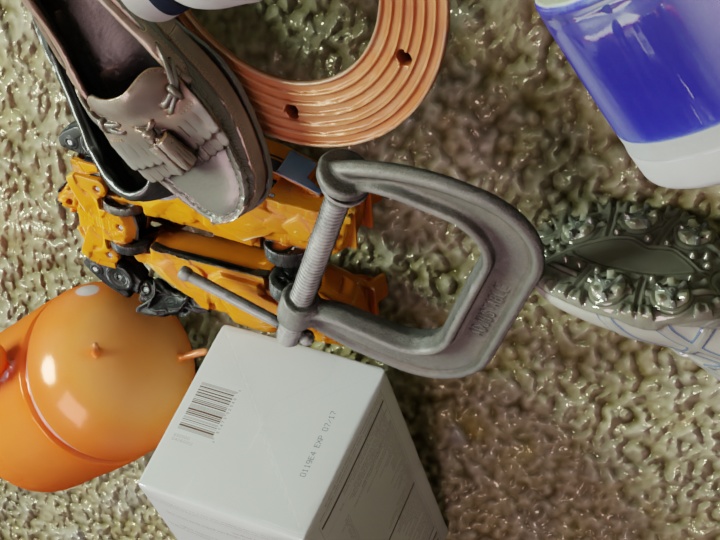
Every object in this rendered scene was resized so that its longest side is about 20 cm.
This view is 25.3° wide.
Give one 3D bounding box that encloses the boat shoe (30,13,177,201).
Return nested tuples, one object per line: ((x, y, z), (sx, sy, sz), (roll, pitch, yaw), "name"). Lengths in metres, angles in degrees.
((-0.136, -0.130, 0.828), (0.068, 0.057, 0.202), (-22, 95, 21), "boat shoe")

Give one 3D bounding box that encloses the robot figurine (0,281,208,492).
((-0.179, 0.075, 1.030), (0.144, 0.117, 0.199), (47, 142, -13), "robot figurine")

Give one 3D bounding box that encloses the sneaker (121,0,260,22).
((-0.085, -0.202, 0.657), (0.080, 0.077, 0.201), (-6, 124, 30), "sneaker")

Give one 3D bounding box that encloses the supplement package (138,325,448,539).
((-0.033, 0.143, 0.957), (0.109, 0.114, 0.201), (14, 149, 24), "supplement package")

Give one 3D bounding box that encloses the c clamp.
((0.000, 0.000, 0.814), (0.170, 0.027, 0.200), (27, 146, -4), "c clamp")

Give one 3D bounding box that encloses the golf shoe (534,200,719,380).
((0.173, 0.029, 0.782), (0.198, 0.079, 0.098), (14, 139, 26), "golf shoe")

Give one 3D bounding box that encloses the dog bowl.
((0.161, -0.121, 0.561), (0.199, 0.200, 0.079), (-26, 107, 45), "dog bowl")

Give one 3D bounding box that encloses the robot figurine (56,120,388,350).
((-0.084, -0.026, 0.919), (0.198, 0.058, 0.146), (17, 134, 21), "robot figurine")

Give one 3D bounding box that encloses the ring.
((-0.042, -0.146, 0.726), (0.199, 0.019, 0.202), (23, 136, 24), "ring")

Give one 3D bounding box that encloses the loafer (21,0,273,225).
((-0.116, -0.101, 0.756), (0.071, 0.063, 0.201), (-25, 105, 29), "loafer")
